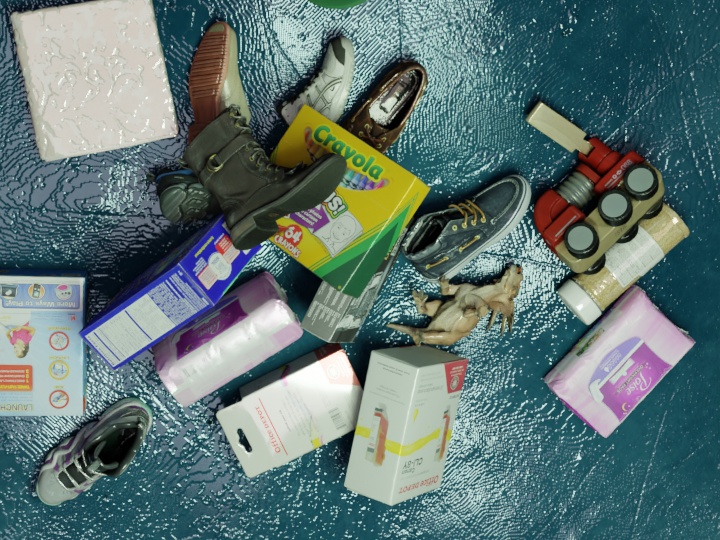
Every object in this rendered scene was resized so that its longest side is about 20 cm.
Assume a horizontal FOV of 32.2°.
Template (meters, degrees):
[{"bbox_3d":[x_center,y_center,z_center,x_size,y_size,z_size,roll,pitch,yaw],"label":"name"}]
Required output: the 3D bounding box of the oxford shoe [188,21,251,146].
[{"bbox_3d":[-0.186,-0.234,1.690,0.074,0.071,0.200,5,93,-44],"label":"oxford shoe"}]

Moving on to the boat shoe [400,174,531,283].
[{"bbox_3d":[0.148,-0.068,1.731,0.200,0.071,0.091,-44,143,3],"label":"boat shoe"}]

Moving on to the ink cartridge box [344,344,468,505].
[{"bbox_3d":[0.065,0.213,1.748,0.083,0.145,0.200,18,101,31],"label":"ink cartridge box"}]

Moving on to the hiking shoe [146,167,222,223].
[{"bbox_3d":[-0.184,-0.108,1.698,0.200,0.087,0.074,6,124,-31],"label":"hiking shoe"}]

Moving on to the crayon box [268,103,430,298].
[{"bbox_3d":[-0.039,-0.090,1.604,0.200,0.058,0.173,35,96,27],"label":"crayon box"}]

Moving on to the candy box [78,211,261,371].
[{"bbox_3d":[-0.247,0.026,1.629,0.200,0.169,0.077,-31,104,30],"label":"candy box"}]

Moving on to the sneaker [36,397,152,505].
[{"bbox_3d":[-0.371,0.262,1.707,0.200,0.140,0.078,-45,103,2],"label":"sneaker"}]

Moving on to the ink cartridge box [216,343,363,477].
[{"bbox_3d":[-0.094,0.197,1.770,0.200,0.067,0.117,-25,102,-4],"label":"ink cartridge box"}]

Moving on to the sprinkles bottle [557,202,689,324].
[{"bbox_3d":[0.377,-0.011,1.791,0.200,0.068,0.068,-42,103,2],"label":"sprinkles bottle"}]

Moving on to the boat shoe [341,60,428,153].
[{"bbox_3d":[0.022,-0.202,1.711,0.070,0.070,0.200,31,96,-13],"label":"boat shoe"}]

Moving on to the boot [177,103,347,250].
[{"bbox_3d":[-0.131,-0.141,1.583,0.200,0.069,0.174,-34,69,15],"label":"boot"}]

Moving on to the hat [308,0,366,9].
[{"bbox_3d":[0.016,-0.451,1.691,0.200,0.176,0.166,-3,106,32],"label":"hat"}]

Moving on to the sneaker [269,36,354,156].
[{"bbox_3d":[-0.067,-0.225,1.691,0.088,0.076,0.200,16,96,-8],"label":"sneaker"}]

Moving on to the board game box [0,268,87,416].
[{"bbox_3d":[-0.475,0.098,1.707,0.200,0.056,0.196,2,100,-8],"label":"board game box"}]

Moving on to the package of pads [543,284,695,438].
[{"bbox_3d":[0.377,0.133,1.815,0.120,0.076,0.200,42,93,-11],"label":"package of pads"}]

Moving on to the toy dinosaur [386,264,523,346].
[{"bbox_3d":[0.144,0.067,1.776,0.200,0.136,0.086,-30,64,21],"label":"toy dinosaur"}]

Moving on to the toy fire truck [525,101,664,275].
[{"bbox_3d":[0.300,-0.123,1.749,0.176,0.129,0.200,-44,63,1],"label":"toy fire truck"}]

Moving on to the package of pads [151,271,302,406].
[{"bbox_3d":[-0.182,0.093,1.702,0.200,0.121,0.076,-32,113,-2],"label":"package of pads"}]

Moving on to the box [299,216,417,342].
[{"bbox_3d":[0.000,0.000,1.692,0.050,0.158,0.200,28,92,12],"label":"box"}]

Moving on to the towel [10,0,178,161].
[{"bbox_3d":[-0.354,-0.260,1.670,0.191,0.032,0.200,-11,102,-6],"label":"towel"}]
